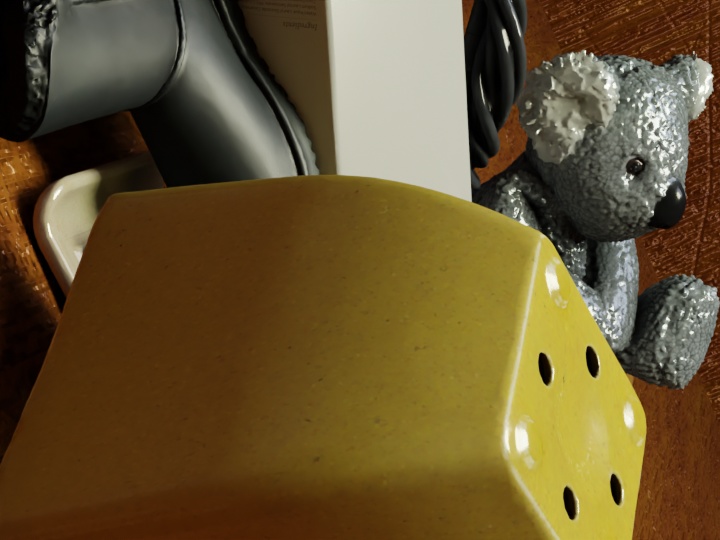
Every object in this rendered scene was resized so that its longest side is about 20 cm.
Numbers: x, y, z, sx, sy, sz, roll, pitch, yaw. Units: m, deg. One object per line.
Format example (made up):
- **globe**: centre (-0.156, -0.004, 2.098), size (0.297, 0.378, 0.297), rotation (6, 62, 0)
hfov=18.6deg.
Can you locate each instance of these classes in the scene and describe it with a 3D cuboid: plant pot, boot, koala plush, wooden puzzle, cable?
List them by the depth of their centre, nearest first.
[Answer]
- **plant pot**: centre (0.002, 0.079, 0.881), size (0.195, 0.199, 0.196), rotation (57, 32, -35)
- **boot**: centre (-0.109, -0.075, 0.992), size (0.168, 0.076, 0.201), rotation (-24, 96, -55)
- **wooden puzzle**: centre (-0.077, 0.038, 1.068), size (0.201, 0.046, 0.185), rotation (67, 13, -3)
- **cable**: centre (0.045, -0.144, 1.301), size (0.164, 0.051, 0.201), rotation (63, -31, 36)
- **koala plush**: centre (0.137, -0.049, 1.365), size (0.177, 0.201, 0.184), rotation (-5, 36, -43)

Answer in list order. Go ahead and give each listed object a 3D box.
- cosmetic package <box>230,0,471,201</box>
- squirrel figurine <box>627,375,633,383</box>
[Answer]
- **cosmetic package**: centre (-0.009, -0.106, 1.085), size (0.107, 0.085, 0.201), rotation (-21, 116, -47)
- **squirrel figurine**: centre (0.083, 0.047, 1.500), size (0.187, 0.141, 0.200), rotation (58, 12, -8)
